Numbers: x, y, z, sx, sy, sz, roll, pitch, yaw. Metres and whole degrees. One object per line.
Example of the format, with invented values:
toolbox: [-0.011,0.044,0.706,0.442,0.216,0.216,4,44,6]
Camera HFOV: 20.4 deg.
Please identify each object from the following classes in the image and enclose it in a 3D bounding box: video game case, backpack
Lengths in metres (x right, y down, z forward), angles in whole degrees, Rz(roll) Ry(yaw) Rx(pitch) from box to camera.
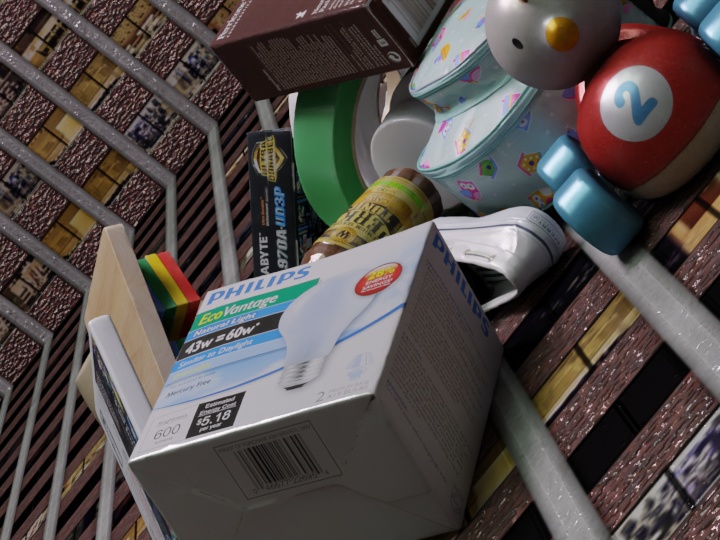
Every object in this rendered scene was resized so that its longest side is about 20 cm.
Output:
video game case: [-0.176,0.160,1.651,0.023,0.201,0.182,-21,-23,-15]
backpack: [0.128,-0.139,1.551,0.175,0.153,0.201,-22,40,57]

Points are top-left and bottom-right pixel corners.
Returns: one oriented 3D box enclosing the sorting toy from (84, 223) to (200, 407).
sorting toy: [-0.184,0.081,1.853,0.069,0.200,0.200,-16,-22,-20]

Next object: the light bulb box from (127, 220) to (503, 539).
light bulb box: [-0.024,0.092,1.375,0.197,0.125,0.200,-17,29,24]

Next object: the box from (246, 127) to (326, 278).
box: [-0.067,-0.058,1.937,0.200,0.046,0.160,-36,-56,-80]

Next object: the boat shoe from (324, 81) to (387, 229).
boat shoe: [0.029,-0.109,2.000,0.074,0.073,0.201,-23,35,56]

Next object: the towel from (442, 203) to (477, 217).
towel: [0.000,0.000,1.761,0.152,0.024,0.200,-24,-6,-34]

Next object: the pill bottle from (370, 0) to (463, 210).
pill bottle: [0.094,-0.151,1.734,0.114,0.114,0.200,-38,13,49]

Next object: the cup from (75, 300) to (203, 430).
cup: [-0.204,0.105,2.029,0.201,0.143,0.200,-59,7,11]

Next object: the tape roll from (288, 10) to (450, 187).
tape roll: [0.021,-0.165,1.879,0.070,0.203,0.203,8,55,37]

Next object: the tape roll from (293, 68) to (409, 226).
tape roll: [0.019,-0.130,1.785,0.048,0.201,0.201,8,55,37]

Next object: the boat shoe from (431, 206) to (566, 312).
boat shoe: [0.075,0.000,1.516,0.067,0.074,0.200,-49,10,-27]

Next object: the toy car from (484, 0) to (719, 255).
toy car: [0.152,-0.151,1.366,0.185,0.200,0.177,-50,13,13]

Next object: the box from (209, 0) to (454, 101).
box: [-0.022,-0.212,1.660,0.199,0.075,0.100,-9,42,47]

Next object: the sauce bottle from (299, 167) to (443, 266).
sauce bottle: [-0.005,-0.008,1.591,0.065,0.065,0.200,-39,7,46]
